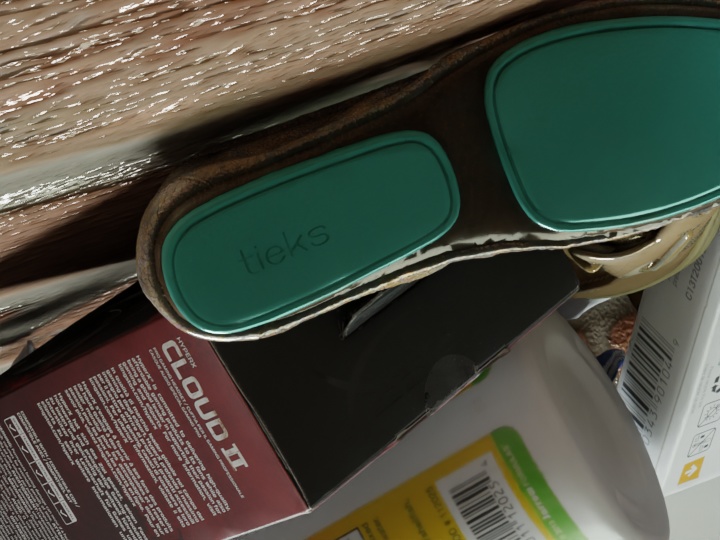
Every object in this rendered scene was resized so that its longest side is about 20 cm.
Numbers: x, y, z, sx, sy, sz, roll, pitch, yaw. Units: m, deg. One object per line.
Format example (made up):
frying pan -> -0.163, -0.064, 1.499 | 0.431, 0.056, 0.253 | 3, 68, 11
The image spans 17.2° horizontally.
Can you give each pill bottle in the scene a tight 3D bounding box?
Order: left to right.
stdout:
pill bottle -> 0.005, 0.102, 0.887 | 0.199, 0.112, 0.111 | -31, 173, 17

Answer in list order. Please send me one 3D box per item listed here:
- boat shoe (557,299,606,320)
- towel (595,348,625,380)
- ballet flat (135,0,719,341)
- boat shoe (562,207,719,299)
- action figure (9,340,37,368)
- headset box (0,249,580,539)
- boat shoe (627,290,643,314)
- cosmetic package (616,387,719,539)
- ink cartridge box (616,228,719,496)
boat shoe -> 0.128, -0.023, 1.086 | 0.198, 0.074, 0.068 | 4, 145, -45
towel -> 0.026, 0.106, 1.019 | 0.199, 0.024, 0.145 | -35, -177, 17
ballet flat -> 0.030, -0.036, 0.672 | 0.198, 0.069, 0.067 | -14, -165, -5
boat shoe -> 0.087, -0.035, 0.786 | 0.064, 0.072, 0.200 | -27, 169, -26
action figure -> -0.119, 0.081, 1.001 | 0.118, 0.103, 0.200 | 19, 154, 1
headset box -> -0.035, 0.029, 0.789 | 0.149, 0.078, 0.199 | -37, -173, -40
boat shoe -> 0.177, -0.038, 1.049 | 0.199, 0.074, 0.076 | -29, 171, -42
cosmetic package -> 0.065, 0.128, 1.008 | 0.199, 0.051, 0.083 | -37, -157, 6
ink cartridge box -> 0.197, -0.020, 0.918 | 0.199, 0.043, 0.199 | -15, 132, -31
